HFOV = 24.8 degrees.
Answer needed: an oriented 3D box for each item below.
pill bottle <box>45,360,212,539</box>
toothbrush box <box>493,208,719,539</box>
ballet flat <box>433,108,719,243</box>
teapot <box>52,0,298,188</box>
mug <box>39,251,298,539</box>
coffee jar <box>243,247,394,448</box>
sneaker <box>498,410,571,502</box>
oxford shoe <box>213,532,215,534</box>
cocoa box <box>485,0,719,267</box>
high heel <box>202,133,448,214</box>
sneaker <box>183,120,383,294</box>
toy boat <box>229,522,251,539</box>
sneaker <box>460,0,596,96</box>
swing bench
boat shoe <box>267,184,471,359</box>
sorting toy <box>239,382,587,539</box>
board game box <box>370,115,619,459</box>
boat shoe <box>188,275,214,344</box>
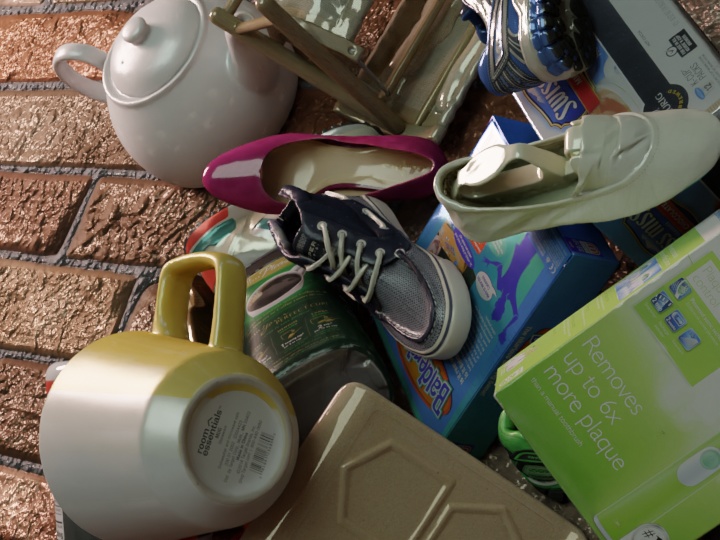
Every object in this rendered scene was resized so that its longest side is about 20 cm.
[{"bbox_3d":[-0.169,0.164,1.214,0.116,0.116,0.201,-7,88,37],"label":"pill bottle"},{"bbox_3d":[0.203,0.069,1.005,0.200,0.146,0.086,-36,2,8],"label":"toothbrush box"},{"bbox_3d":[0.130,-0.064,1.040,0.200,0.069,0.070,-15,54,36],"label":"ballet flat"},{"bbox_3d":[-0.167,-0.182,1.500,0.200,0.146,0.198,-42,44,11],"label":"teapot"},{"bbox_3d":[-0.124,0.095,1.090,0.149,0.187,0.153,-24,9,-31],"label":"mug"},{"bbox_3d":[-0.043,0.054,1.249,0.104,0.085,0.200,-30,28,5],"label":"coffee jar"},{"bbox_3d":[0.181,0.080,1.081,0.200,0.085,0.078,-37,45,15],"label":"sneaker"},{"bbox_3d":[-0.135,0.186,1.289,0.075,0.070,0.200,28,83,44],"label":"oxford shoe"},{"bbox_3d":[0.201,-0.108,1.150,0.131,0.133,0.200,-39,45,15],"label":"cocoa box"},{"bbox_3d":[-0.030,-0.082,1.296,0.199,0.096,0.068,-6,88,2],"label":"high heel"},{"bbox_3d":[-0.049,-0.039,1.378,0.200,0.070,0.094,-35,71,8],"label":"sneaker"},{"bbox_3d":[-0.036,0.193,1.155,0.200,0.131,0.131,-40,45,13],"label":"toy boat"},{"bbox_3d":[0.105,-0.206,1.150,0.085,0.077,0.201,-28,45,33],"label":"sneaker"},{"bbox_3d":[0.020,-0.237,1.359,0.199,0.200,0.130,-59,23,-10],"label":"swing bench"},{"bbox_3d":[0.000,0.000,1.192,0.200,0.092,0.075,46,120,55],"label":"boat shoe"},{"bbox_3d":[0.024,0.202,1.095,0.185,0.200,0.036,-56,0,-3],"label":"sorting toy"},{"bbox_3d":[0.090,0.015,1.173,0.200,0.045,0.152,-58,37,32],"label":"board game box"},{"bbox_3d":[-0.138,0.066,1.346,0.072,0.072,0.200,-51,24,9],"label":"boat shoe"}]
